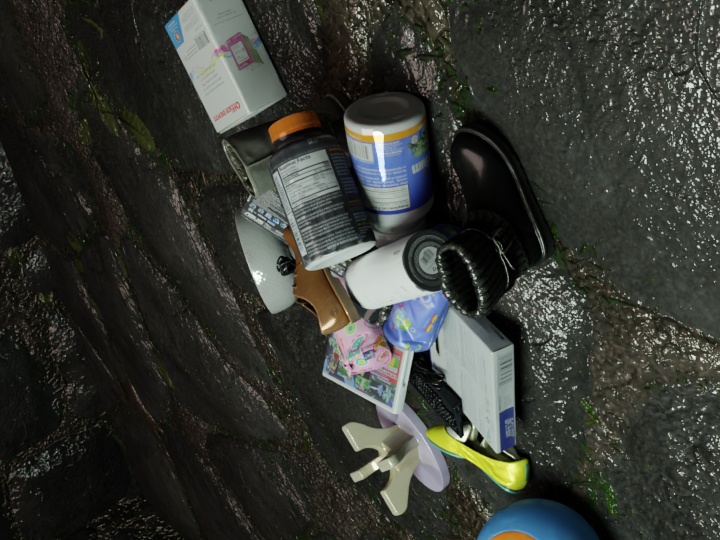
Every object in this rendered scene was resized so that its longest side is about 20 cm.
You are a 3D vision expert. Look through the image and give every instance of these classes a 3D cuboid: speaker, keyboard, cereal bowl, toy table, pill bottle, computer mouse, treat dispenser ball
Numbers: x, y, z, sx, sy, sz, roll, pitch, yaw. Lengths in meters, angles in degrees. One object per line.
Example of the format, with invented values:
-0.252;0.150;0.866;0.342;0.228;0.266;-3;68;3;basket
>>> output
0.050;0.003;1.208;0.082;0.081;0.200;60;157;-3;speaker
0.101;0.191;1.476;0.200;0.039;0.105;42;148;55;keyboard
-0.155;-0.029;1.633;0.200;0.083;0.202;-21;-90;-88;cereal bowl
0.061;0.337;1.642;0.200;0.117;0.184;51;150;15;toy table
0.043;-0.132;1.243;0.112;0.112;0.202;28;139;42;pill bottle
-0.059;-0.111;1.216;0.106;0.105;0.202;-30;79;61;pill bottle
-0.099;-0.087;1.546;0.046;0.140;0.202;0;85;16;computer mouse
0.264;0.442;1.339;0.200;0.200;0.202;37;144;33;treat dispenser ball

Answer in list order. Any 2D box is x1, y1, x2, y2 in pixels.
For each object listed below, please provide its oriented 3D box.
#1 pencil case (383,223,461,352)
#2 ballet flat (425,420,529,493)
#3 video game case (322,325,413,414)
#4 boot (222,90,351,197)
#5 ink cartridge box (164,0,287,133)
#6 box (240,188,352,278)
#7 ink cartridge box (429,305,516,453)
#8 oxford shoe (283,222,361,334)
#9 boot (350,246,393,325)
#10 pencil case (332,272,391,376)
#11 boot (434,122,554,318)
0.101;0.030;1.288;0.087;0.077;0.201;54;136;35;pencil case
0.192;0.282;1.458;0.199;0.066;0.068;28;118;39;ballet flat
0.017;0.121;1.521;0.199;0.023;0.184;20;103;48;video game case
-0.074;-0.159;1.306;0.182;0.199;0.073;50;148;15;boot
-0.222;-0.344;1.484;0.144;0.084;0.201;-10;107;59;ink cartridge box
-0.073;-0.094;1.412;0.199;0.049;0.161;32;138;-4;box
0.165;0.139;1.359;0.200;0.040;0.201;48;152;50;ink cartridge box
-0.075;0.007;1.314;0.201;0.071;0.071;58;178;34;oxford shoe
0.000;0.000;1.376;0.198;0.077;0.169;17;132;0;boot
-0.018;0.074;1.482;0.088;0.087;0.201;110;143;-54;pencil case
0.139;-0.064;1.108;0.212;0.157;0.079;59;149;-1;boot
